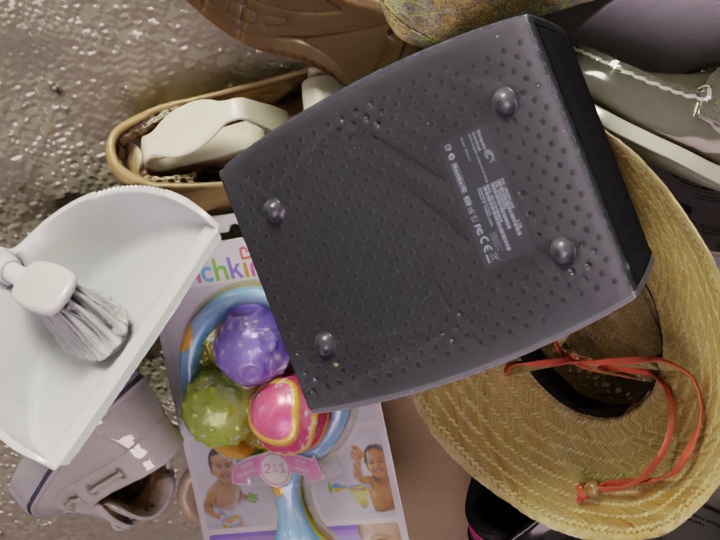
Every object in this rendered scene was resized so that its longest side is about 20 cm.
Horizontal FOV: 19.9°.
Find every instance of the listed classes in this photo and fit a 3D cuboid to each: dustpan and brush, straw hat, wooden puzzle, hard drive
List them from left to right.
[{"bbox_3d":[-0.158,0.009,1.006,0.057,0.200,0.140,38,80,-25],"label":"dustpan and brush"},{"bbox_3d":[0.030,0.094,1.086,0.200,0.037,0.184,-38,133,24],"label":"wooden puzzle"},{"bbox_3d":[0.032,-0.022,0.893,0.199,0.042,0.136,-23,88,44],"label":"hard drive"},{"bbox_3d":[0.109,0.016,0.925,0.200,0.085,0.203,16,115,38],"label":"straw hat"}]

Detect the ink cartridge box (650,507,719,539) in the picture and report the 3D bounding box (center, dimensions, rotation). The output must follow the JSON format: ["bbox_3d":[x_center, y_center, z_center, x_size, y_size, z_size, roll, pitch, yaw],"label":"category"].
[{"bbox_3d":[0.139,0.234,1.092,0.082,0.201,0.147,20,126,-7],"label":"ink cartridge box"}]

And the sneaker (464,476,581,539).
[{"bbox_3d":[0.083,0.139,1.075,0.083,0.077,0.201,14,122,-20],"label":"sneaker"}]

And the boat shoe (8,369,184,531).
[{"bbox_3d":[-0.131,0.105,1.070,0.070,0.071,0.200,47,153,4],"label":"boat shoe"}]

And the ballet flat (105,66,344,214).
[{"bbox_3d":[-0.031,-0.066,0.980,0.198,0.069,0.063,-15,157,18],"label":"ballet flat"}]

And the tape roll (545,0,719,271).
[{"bbox_3d":[0.175,-0.068,0.959,0.198,0.066,0.202,4,124,5],"label":"tape roll"}]

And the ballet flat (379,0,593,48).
[{"bbox_3d":[0.101,-0.149,0.863,0.198,0.071,0.071,-18,123,-2],"label":"ballet flat"}]

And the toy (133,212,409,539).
[{"bbox_3d":[-0.047,0.074,1.002,0.114,0.047,0.202,-7,105,23],"label":"toy"}]

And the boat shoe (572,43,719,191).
[{"bbox_3d":[0.176,-0.057,0.887,0.200,0.072,0.061,24,97,4],"label":"boat shoe"}]

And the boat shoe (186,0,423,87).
[{"bbox_3d":[-0.016,-0.134,0.942,0.199,0.065,0.071,36,131,3],"label":"boat shoe"}]
